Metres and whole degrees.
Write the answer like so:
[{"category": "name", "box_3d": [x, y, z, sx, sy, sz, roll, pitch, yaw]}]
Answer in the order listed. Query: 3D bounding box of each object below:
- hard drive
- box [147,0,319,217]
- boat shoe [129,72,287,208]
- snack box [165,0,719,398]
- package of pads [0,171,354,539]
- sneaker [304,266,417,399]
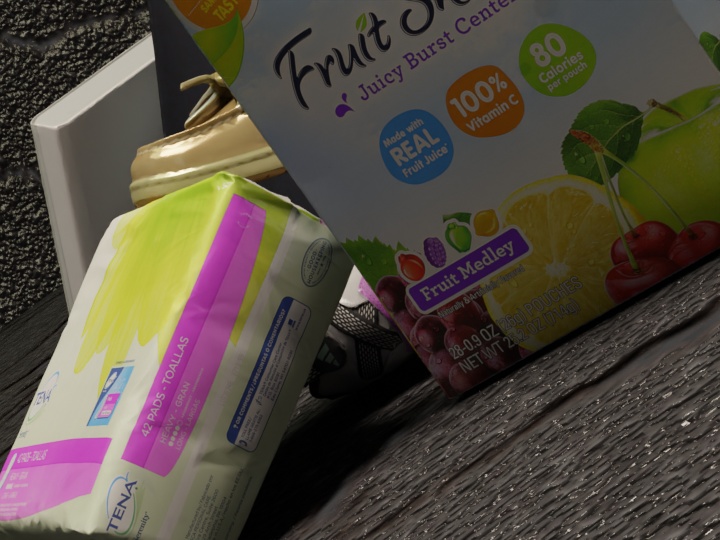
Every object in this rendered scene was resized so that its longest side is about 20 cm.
[{"category": "hard drive", "box_3d": [-0.132, -0.025, 1.514, 0.026, 0.201, 0.132, 11, 34, 30]}, {"category": "box", "box_3d": [-0.046, -0.107, 1.451, 0.116, 0.198, 0.200, -5, 11, 5]}, {"category": "boat shoe", "box_3d": [-0.021, -0.084, 1.120, 0.199, 0.063, 0.073, -26, 8, -26]}, {"category": "snack box", "box_3d": [0.046, -0.079, 0.915, 0.168, 0.201, 0.068, -32, 7, 32]}, {"category": "package of pads", "box_3d": [-0.081, 0.045, 1.020, 0.156, 0.068, 0.200, -68, 16, -13]}, {"category": "sneaker", "box_3d": [0.000, 0.000, 1.120, 0.139, 0.078, 0.200, -33, 7, 16]}]
